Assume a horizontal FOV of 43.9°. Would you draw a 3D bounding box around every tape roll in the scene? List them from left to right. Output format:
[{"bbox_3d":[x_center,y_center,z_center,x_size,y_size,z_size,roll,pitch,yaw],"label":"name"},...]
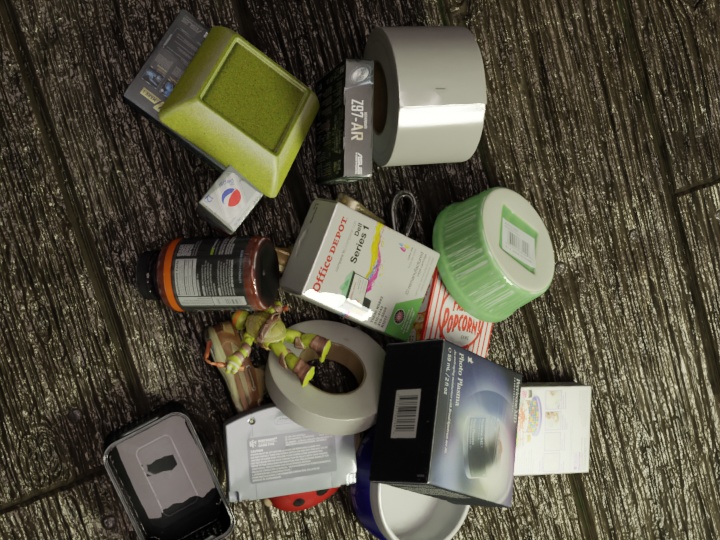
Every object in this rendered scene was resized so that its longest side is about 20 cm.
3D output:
[{"bbox_3d":[-0.045,0.157,1.341,0.198,0.205,0.038,5,130,-16],"label":"tape roll"},{"bbox_3d":[0.089,-0.264,1.352,0.136,0.202,0.208,-5,93,-15],"label":"tape roll"}]

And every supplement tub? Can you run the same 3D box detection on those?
[{"bbox_3d":[-0.222,0.005,1.293,0.195,0.107,0.110,-1,92,16],"label":"supplement tub"}]

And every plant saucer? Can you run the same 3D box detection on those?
[{"bbox_3d":[-0.158,-0.239,1.273,0.198,0.048,0.203,34,55,-17],"label":"plant saucer"}]

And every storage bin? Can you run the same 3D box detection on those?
[{"bbox_3d":[-0.283,0.314,1.321,0.133,0.094,0.204,-25,99,-14],"label":"storage bin"}]

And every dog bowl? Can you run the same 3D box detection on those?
[{"bbox_3d":[0.082,0.330,1.400,0.197,0.078,0.206,1,88,-37],"label":"dog bowl"}]

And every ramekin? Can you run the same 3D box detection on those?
[{"bbox_3d":[0.214,-0.031,1.398,0.197,0.097,0.204,21,56,-35],"label":"ramekin"}]

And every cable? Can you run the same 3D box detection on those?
[{"bbox_3d":[0.063,-0.023,1.442,0.095,0.050,0.205,-11,85,-9],"label":"cable"}]

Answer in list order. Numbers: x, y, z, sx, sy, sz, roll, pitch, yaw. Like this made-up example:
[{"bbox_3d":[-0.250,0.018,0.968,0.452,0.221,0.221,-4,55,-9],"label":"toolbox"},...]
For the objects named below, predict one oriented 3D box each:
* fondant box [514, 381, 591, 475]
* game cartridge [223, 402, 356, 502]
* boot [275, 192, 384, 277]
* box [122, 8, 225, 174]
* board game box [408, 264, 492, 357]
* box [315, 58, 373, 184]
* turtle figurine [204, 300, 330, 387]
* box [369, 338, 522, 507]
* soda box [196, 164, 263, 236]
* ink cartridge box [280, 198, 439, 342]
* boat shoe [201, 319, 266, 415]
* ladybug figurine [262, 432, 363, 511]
[{"bbox_3d":[0.286,0.264,1.500,0.195,0.058,0.148,1,92,-17],"label":"fondant box"},{"bbox_3d":[-0.104,0.261,1.323,0.195,0.040,0.137,-4,96,-17],"label":"game cartridge"},{"bbox_3d":[-0.069,-0.051,1.379,0.197,0.073,0.158,24,86,-17],"label":"boot"},{"bbox_3d":[-0.231,-0.261,1.337,0.198,0.051,0.160,35,81,-14],"label":"box"},{"bbox_3d":[0.142,0.098,1.434,0.149,0.046,0.205,13,88,-38],"label":"board game box"},{"bbox_3d":[-0.027,-0.213,1.320,0.042,0.200,0.165,0,91,-14],"label":"box"},{"bbox_3d":[-0.124,0.090,1.307,0.159,0.200,0.065,26,129,10],"label":"turtle figurine"},{"bbox_3d":[0.130,0.225,1.304,0.196,0.122,0.205,25,66,-41],"label":"box"},{"bbox_3d":[-0.190,-0.094,1.276,0.063,0.200,0.069,40,82,-9],"label":"soda box"},{"bbox_3d":[0.000,0.000,1.331,0.197,0.084,0.148,25,85,-28],"label":"ink cartridge box"},{"bbox_3d":[-0.173,0.169,1.358,0.073,0.075,0.204,-25,99,-17],"label":"boat shoe"},{"bbox_3d":[-0.074,0.295,1.390,0.200,0.072,0.136,-45,103,-10],"label":"ladybug figurine"}]
